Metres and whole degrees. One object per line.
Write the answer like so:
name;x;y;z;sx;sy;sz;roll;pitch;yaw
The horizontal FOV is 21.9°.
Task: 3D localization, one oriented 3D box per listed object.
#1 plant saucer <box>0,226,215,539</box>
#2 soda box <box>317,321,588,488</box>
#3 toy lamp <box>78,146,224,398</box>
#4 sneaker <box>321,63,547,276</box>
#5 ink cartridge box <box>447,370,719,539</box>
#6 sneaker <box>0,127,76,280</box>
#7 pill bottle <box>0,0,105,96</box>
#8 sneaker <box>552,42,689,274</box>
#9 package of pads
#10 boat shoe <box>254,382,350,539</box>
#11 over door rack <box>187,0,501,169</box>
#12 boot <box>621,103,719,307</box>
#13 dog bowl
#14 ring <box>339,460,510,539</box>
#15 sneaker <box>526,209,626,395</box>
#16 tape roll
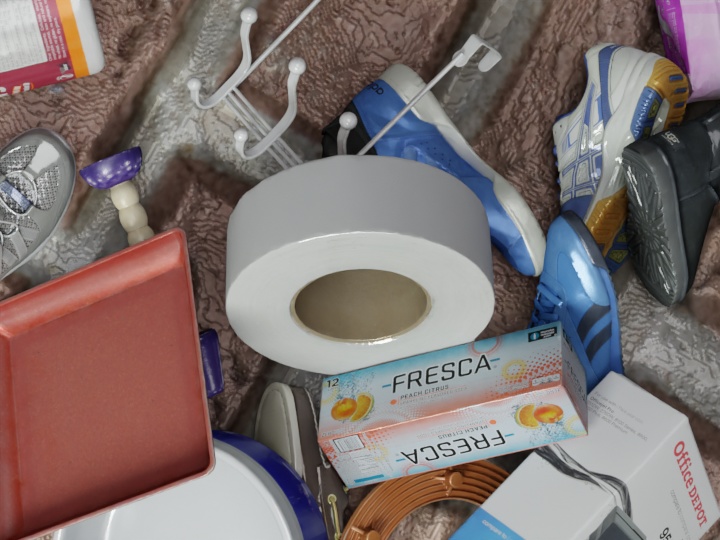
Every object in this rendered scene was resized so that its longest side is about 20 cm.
plant saucer;-0.193;0.092;1.374;0.200;0.037;0.200;-22;60;21
soda box;0.069;0.103;1.411;0.199;0.069;0.064;-14;132;19
toy lamp;-0.158;0.007;1.436;0.058;0.058;0.200;-24;93;-6
sneaker;0.051;-0.052;1.450;0.111;0.077;0.200;-40;93;-9
ink cartridge box;0.171;0.199;1.416;0.200;0.084;0.145;-44;138;-16
sneaker;-0.284;-0.021;1.405;0.075;0.082;0.200;37;87;-6
pill bottle;-0.299;-0.178;1.387;0.199;0.110;0.110;-15;93;-6
sneaker;0.189;-0.083;1.479;0.088;0.075;0.201;31;107;36
package of pads;0.339;-0.206;1.485;0.199;0.076;0.121;-10;92;-7
boat shoe;-0.040;0.185;1.450;0.059;0.072;0.201;-4;85;-27
over door rack;-0.019;-0.158;1.412;0.200;0.067;0.148;-39;60;-5
boot;0.306;-0.074;1.453;0.200;0.066;0.165;-28;138;-15
dog bowl;-0.126;0.220;1.394;0.199;0.079;0.201;0;91;19
ring;0.069;0.245;1.456;0.200;0.019;0.201;-2;94;-27
sneaker;0.157;0.049;1.438;0.078;0.066;0.201;-17;123;-9
tape roll;0.000;0.000;1.383;0.202;0.203;0.071;3;56;-7
